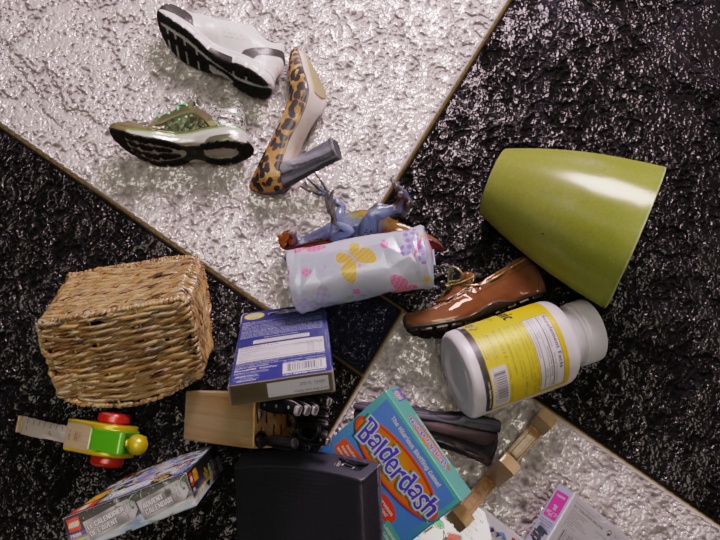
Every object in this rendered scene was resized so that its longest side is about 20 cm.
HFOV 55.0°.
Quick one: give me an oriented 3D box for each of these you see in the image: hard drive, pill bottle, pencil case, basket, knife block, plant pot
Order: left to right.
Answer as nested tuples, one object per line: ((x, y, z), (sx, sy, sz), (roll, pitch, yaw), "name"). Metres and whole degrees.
((-0.294, 0.080, 0.906), (0.195, 0.150, 0.146), (-10, 114, -3), "basket")
((-0.131, 0.179, 0.835), (0.194, 0.176, 0.066), (1, 80, -1), "knife block")
((-0.068, 0.290, 0.829), (0.196, 0.042, 0.139), (-3, 88, 27), "hard drive")
((0.000, 0.000, 0.898), (0.195, 0.091, 0.085), (-11, 71, 8), "pencil case")
((0.210, 0.105, 0.887), (0.195, 0.111, 0.114), (-16, 81, -13), "pill bottle")
((0.263, -0.078, 0.904), (0.197, 0.187, 0.190), (24, 80, 17), "plant pot")

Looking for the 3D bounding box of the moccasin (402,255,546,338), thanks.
((0.147, 0.033, 0.922), (0.197, 0.074, 0.079), (-22, 72, -2), "moccasin")

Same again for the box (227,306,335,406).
((-0.095, 0.097, 0.857), (0.118, 0.201, 0.033), (-8, 111, -2), "box")

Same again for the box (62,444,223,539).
((-0.242, 0.257, 0.807), (0.134, 0.200, 0.041), (-20, 86, -5), "box")

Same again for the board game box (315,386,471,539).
((0.013, 0.265, 0.840), (0.200, 0.045, 0.153), (-44, 71, 17), "board game box")

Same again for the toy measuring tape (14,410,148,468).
((-0.350, 0.212, 0.893), (0.195, 0.073, 0.076), (3, 79, 22), "toy measuring tape")

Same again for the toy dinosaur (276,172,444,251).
((-0.014, -0.053, 0.927), (0.180, 0.105, 0.202), (-35, 93, 11), "toy dinosaur")

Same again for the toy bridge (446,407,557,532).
((0.180, 0.255, 0.883), (0.027, 0.068, 0.199), (43, 60, 16), "toy bridge")

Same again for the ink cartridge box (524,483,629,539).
((0.240, 0.386, 0.861), (0.119, 0.042, 0.202), (39, 78, -20), "ink cartridge box")

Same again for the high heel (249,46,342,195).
((-0.113, -0.210, 0.967), (0.140, 0.071, 0.204), (-23, 67, 17), "high heel")

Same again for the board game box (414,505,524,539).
((0.110, 0.347, 0.886), (0.198, 0.035, 0.127), (37, 81, 5), "board game box")

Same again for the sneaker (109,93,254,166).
((-0.244, -0.199, 0.958), (0.194, 0.077, 0.091), (2, 67, -7), "sneaker")

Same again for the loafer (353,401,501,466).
((0.084, 0.211, 0.893), (0.195, 0.072, 0.065), (8, 84, -3), "loafer")

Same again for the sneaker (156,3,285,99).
((-0.195, -0.321, 0.980), (0.197, 0.074, 0.081), (30, 66, -1), "sneaker")
